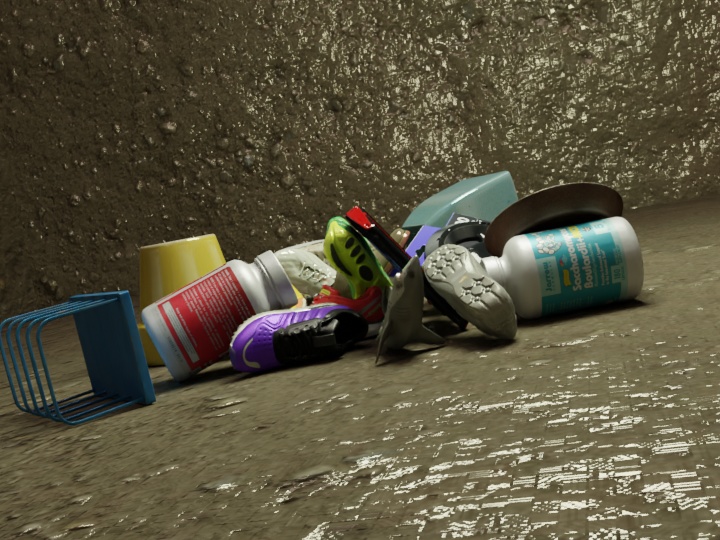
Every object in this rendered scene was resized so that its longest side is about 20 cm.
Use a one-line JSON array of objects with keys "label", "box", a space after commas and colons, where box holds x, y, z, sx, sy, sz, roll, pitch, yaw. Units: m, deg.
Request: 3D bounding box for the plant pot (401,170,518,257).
[{"label": "plant pot", "box": [0.199, -0.067, 1.823, 0.198, 0.199, 0.195, -21, 8, -22]}]

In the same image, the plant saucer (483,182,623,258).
[{"label": "plant saucer", "box": [0.271, -0.050, 1.253, 0.197, 0.035, 0.201, -8, -29, -4]}]

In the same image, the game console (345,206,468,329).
[{"label": "game console", "box": [0.061, -0.006, 1.264, 0.031, 0.200, 0.177, -45, 15, 5]}]

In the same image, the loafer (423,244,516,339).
[{"label": "loafer", "box": [0.136, 0.027, 1.137, 0.069, 0.070, 0.200, -34, 29, 0]}]

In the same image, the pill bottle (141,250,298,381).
[{"label": "pill bottle", "box": [-0.191, 0.057, 1.247, 0.198, 0.113, 0.112, -29, 7, -10]}]

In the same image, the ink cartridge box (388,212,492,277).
[{"label": "ink cartridge box", "box": [0.168, -0.029, 1.477, 0.197, 0.044, 0.198, 12, 31, 16]}]

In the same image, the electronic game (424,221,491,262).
[{"label": "electronic game", "box": [0.193, -0.010, 1.365, 0.197, 0.042, 0.201, 6, 38, -5]}]

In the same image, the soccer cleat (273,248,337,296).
[{"label": "soccer cleat", "box": [-0.063, 0.021, 1.529, 0.199, 0.070, 0.077, 29, -2, -31]}]

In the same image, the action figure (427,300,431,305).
[{"label": "action figure", "box": [0.164, 0.003, 1.516, 0.064, 0.101, 0.200, 13, 8, 14]}]

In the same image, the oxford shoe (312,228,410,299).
[{"label": "oxford shoe", "box": [0.000, 0.000, 1.456, 0.200, 0.075, 0.070, -49, 1, 14]}]

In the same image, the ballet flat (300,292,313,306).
[{"label": "ballet flat", "box": [-0.088, 0.070, 1.570, 0.070, 0.070, 0.200, 9, 12, 10]}]

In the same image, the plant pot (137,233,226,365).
[{"label": "plant pot", "box": [-0.288, 0.043, 1.516, 0.197, 0.192, 0.201, -10, 3, 1]}]

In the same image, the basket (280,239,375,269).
[{"label": "basket", "box": [-0.053, 0.009, 1.754, 0.122, 0.138, 0.199, -6, 6, 25]}]

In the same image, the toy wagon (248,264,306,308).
[{"label": "toy wagon", "box": [-0.178, 0.059, 1.406, 0.198, 0.040, 0.155, -15, 49, -43]}]

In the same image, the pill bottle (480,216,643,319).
[{"label": "pill bottle", "box": [0.260, 0.001, 1.189, 0.197, 0.113, 0.111, -11, 4, -1]}]

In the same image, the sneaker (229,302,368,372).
[{"label": "sneaker", "box": [-0.074, 0.087, 1.192, 0.198, 0.071, 0.099, -17, 15, -34]}]

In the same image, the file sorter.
[{"label": "file sorter", "box": [-0.366, 0.112, 1.147, 0.122, 0.141, 0.199, -18, 7, -35]}]

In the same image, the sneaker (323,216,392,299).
[{"label": "sneaker", "box": [0.004, -0.004, 1.369, 0.073, 0.201, 0.084, -18, 42, 11]}]

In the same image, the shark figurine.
[{"label": "shark figurine", "box": [0.064, 0.073, 1.147, 0.088, 0.130, 0.215, 14, -15, 0]}]

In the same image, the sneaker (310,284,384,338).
[{"label": "sneaker", "box": [-0.055, 0.065, 1.317, 0.197, 0.086, 0.077, -11, 2, -13]}]
